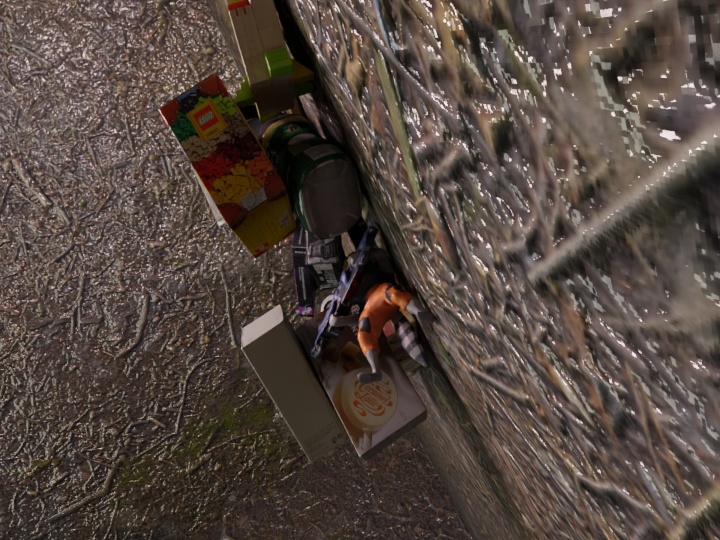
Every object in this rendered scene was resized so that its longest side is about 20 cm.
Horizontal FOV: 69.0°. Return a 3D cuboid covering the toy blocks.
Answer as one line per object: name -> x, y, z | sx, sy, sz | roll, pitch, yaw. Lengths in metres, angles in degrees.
toy blocks -> -0.121, -0.275, 0.621 | 0.200, 0.096, 0.142 | -160, 54, -83

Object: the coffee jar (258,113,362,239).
coffee jar -> -0.073, -0.133, 0.695 | 0.201, 0.083, 0.107 | -129, 23, -50

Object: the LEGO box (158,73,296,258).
LEGO box -> -0.152, -0.115, 0.650 | 0.152, 0.076, 0.200 | 57, 173, 6

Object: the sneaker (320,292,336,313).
sneaker -> 0.009, 0.125, 0.868 | 0.204, 0.075, 0.079 | 60, -162, 22

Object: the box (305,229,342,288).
box -> -0.059, -0.069, 0.879 | 0.200, 0.048, 0.165 | 83, -176, -79

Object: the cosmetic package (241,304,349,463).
cosmetic package -> -0.098, 0.165, 0.779 | 0.205, 0.071, 0.103 | 63, 174, -15

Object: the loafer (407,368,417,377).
loafer -> 0.046, 0.113, 0.997 | 0.202, 0.071, 0.063 | 53, 167, 4

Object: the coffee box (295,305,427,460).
coffee box -> 0.001, 0.151, 0.765 | 0.204, 0.112, 0.080 | 59, 174, 23

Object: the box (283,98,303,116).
box -> -0.119, -0.275, 0.936 | 0.165, 0.021, 0.204 | 59, 174, 50

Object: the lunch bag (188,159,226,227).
lunch bag -> -0.193, -0.200, 0.936 | 0.116, 0.197, 0.169 | -17, 101, 51

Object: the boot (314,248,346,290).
boot -> -0.064, -0.039, 1.056 | 0.200, 0.065, 0.136 | -72, -27, -79

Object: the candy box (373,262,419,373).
candy box -> 0.048, 0.086, 0.858 | 0.117, 0.054, 0.202 | 59, 173, 28

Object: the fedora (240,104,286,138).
fedora -> -0.143, -0.177, 0.834 | 0.090, 0.200, 0.206 | -15, 107, 43

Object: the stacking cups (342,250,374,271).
stacking cups -> 0.000, 0.000, 0.995 | 0.062, 0.059, 0.200 | 61, 180, 2

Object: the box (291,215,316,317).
box -> -0.103, -0.030, 1.017 | 0.204, 0.034, 0.147 | 94, 180, -49

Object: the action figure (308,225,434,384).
action figure -> 0.013, 0.062, 0.693 | 0.102, 0.204, 0.196 | 18, -153, -25
